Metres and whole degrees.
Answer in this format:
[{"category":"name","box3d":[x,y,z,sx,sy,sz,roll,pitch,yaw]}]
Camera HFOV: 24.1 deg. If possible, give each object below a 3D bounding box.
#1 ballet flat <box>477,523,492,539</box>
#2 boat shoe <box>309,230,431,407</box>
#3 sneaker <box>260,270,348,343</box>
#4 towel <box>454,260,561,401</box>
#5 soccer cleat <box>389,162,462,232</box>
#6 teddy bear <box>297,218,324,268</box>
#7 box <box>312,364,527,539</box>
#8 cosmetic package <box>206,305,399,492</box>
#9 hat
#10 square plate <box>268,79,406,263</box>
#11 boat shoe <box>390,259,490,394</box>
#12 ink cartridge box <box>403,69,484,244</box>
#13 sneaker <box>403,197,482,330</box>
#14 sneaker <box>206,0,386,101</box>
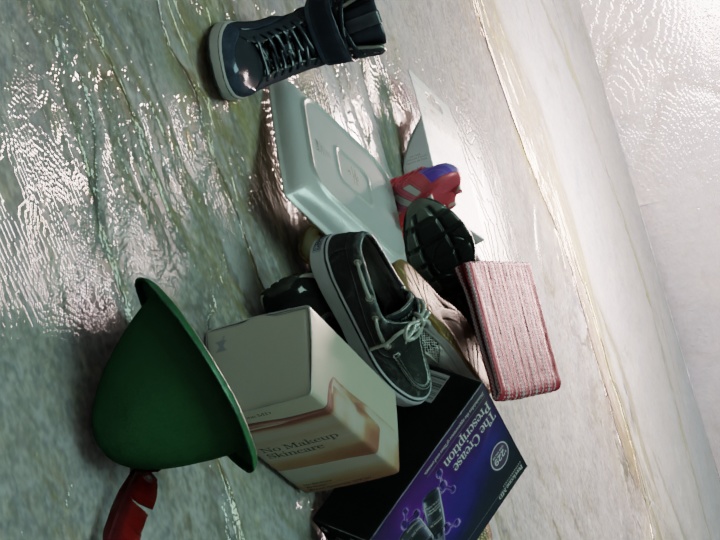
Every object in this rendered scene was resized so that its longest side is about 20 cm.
[{"category":"ballet flat","box3d":[0.091,0.226,1.769,0.200,0.070,0.065,-134,-124,-63]},{"category":"boat shoe","box3d":[0.028,0.044,1.570,0.199,0.068,0.074,63,36,-23]},{"category":"sneaker","box3d":[-0.025,0.073,1.598,0.200,0.076,0.088,47,19,-55]},{"category":"towel","box3d":[0.154,0.061,1.733,0.200,0.022,0.145,1,73,-66]},{"category":"soccer cleat","box3d":[0.050,-0.079,1.836,0.077,0.067,0.200,65,-25,13]},{"category":"teddy bear","box3d":[0.000,0.000,1.728,0.200,0.067,0.145,39,21,-56]},{"category":"box","box3d":[0.062,0.215,1.642,0.200,0.079,0.141,-52,137,-24]},{"category":"cosmetic package","box3d":[-0.048,0.118,1.494,0.200,0.103,0.087,47,34,-54]},{"category":"hat","box3d":[-0.187,0.122,1.227,0.200,0.176,0.166,31,-32,62]},{"category":"square plate","box3d":[-0.016,-0.088,1.707,0.198,0.028,0.200,42,25,-37]},{"category":"boat shoe","box3d":[0.062,0.066,1.686,0.200,0.069,0.071,48,25,-37]},{"category":"ink cartridge box","box3d":[0.092,-0.139,2.168,0.162,0.050,0.200,30,41,-64]},{"category":"sneaker","box3d":[0.095,0.001,1.793,0.200,0.075,0.079,60,2,-29]},{"category":"sneaker","box3d":[-0.057,-0.222,1.627,0.202,0.146,0.077,-48,125,-66]}]
